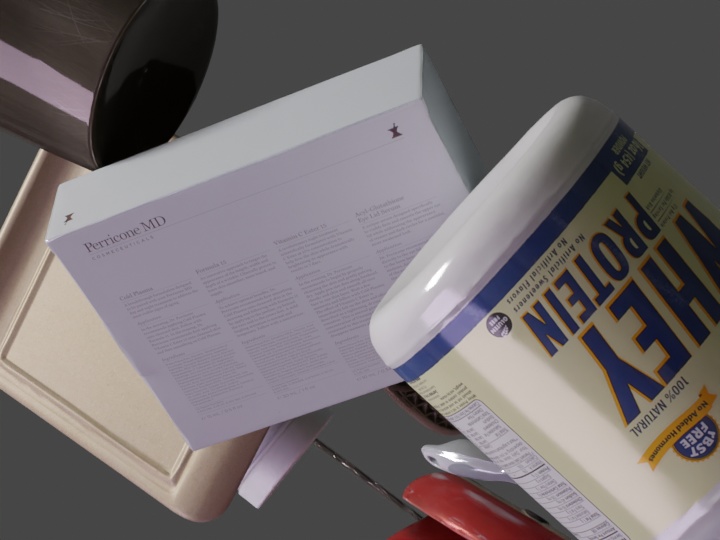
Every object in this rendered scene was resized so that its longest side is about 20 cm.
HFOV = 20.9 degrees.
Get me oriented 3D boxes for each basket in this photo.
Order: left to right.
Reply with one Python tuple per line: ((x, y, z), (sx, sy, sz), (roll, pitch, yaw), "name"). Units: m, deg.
((-0.184, -0.139, 0.991), (0.199, 0.137, 0.180), (27, 177, 18), "basket")

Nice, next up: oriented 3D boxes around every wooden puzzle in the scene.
((-0.122, 0.018, 1.135), (0.199, 0.186, 0.037), (30, -170, 17), "wooden puzzle")

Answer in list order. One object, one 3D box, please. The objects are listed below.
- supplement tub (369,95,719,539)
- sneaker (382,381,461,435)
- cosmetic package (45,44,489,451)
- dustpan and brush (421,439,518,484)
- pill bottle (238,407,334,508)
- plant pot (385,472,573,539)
((0.118, 0.041, 0.834), (0.200, 0.145, 0.145), (42, 155, -2), "supplement tub")
((0.000, 0.000, 1.051), (0.201, 0.070, 0.075), (53, 169, -12), "sneaker")
((-0.029, -0.006, 0.951), (0.199, 0.052, 0.151), (-19, 127, 16), "cosmetic package")
((0.119, 0.105, 1.035), (0.199, 0.057, 0.140), (16, 145, 43), "dustpan and brush")
((-0.116, 0.055, 1.226), (0.200, 0.113, 0.113), (39, 155, 3), "pill bottle")
((0.068, 0.229, 1.126), (0.199, 0.183, 0.200), (30, 174, 3), "plant pot")
